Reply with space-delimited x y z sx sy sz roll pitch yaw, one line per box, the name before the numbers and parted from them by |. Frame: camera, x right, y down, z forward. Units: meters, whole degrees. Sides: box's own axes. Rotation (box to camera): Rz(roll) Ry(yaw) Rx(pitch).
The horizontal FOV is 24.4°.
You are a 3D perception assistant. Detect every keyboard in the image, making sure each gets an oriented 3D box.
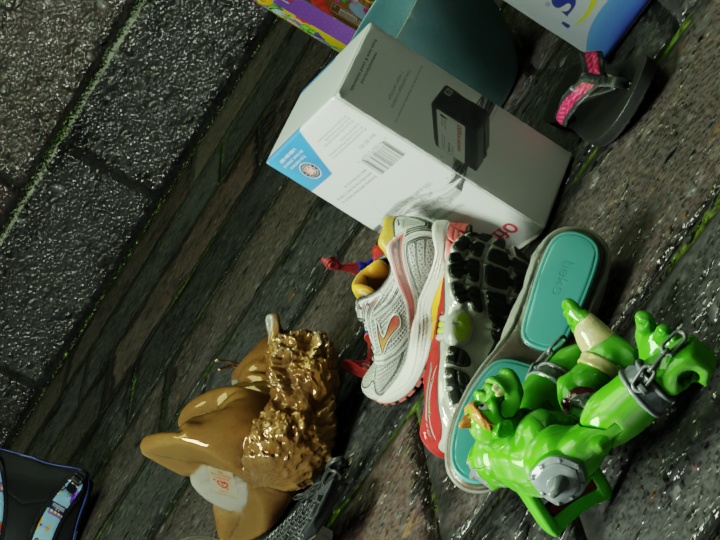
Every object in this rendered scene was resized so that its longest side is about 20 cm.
keyboard | -0.059 0.218 1.404 0.127 0.021 0.200 -55 5 -36

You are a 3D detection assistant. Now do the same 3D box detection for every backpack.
backpack | -0.488 0.368 2.362 0.135 0.182 0.200 132 151 -66

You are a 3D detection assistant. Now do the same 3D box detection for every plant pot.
plant pot | 0.072 -0.199 1.606 0.200 0.135 0.200 -54 16 23

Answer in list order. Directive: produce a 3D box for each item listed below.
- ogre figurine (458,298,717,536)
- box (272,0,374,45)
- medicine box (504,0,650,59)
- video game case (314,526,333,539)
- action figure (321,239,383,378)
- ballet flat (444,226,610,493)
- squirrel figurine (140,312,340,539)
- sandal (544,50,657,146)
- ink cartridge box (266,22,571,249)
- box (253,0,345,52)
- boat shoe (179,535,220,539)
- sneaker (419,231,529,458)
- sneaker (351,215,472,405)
ogre figurine | 0.126 0.084 0.969 0.120 0.098 0.200 -45 27 -12
box | 0.014 -0.316 1.900 0.039 0.200 0.137 -39 26 60
medicine box | 0.166 -0.306 1.360 0.182 0.200 0.103 -55 13 21
video game case | -0.091 0.329 1.360 0.200 0.023 0.182 -51 17 33
action figure | 0.000 0.000 1.554 0.065 0.099 0.200 -48 16 36
ballet flat | 0.117 0.065 1.113 0.200 0.067 0.064 -63 -17 -17
squirrel figurine | -0.077 0.128 1.548 0.200 0.142 0.187 -26 24 44
sandal | 0.176 -0.141 1.317 0.075 0.045 0.200 -60 14 -2
ink cartridge box | 0.047 -0.091 1.352 0.145 0.200 0.084 -36 25 58
box | -0.017 -0.398 2.187 0.200 0.192 0.122 -32 31 63
boat shoe | -0.164 0.315 1.537 0.200 0.073 0.063 -70 -6 -67
sneaker | 0.076 0.053 1.232 0.085 0.077 0.200 -55 12 45
sneaker | 0.030 0.028 1.365 0.078 0.082 0.200 -76 2 -50
